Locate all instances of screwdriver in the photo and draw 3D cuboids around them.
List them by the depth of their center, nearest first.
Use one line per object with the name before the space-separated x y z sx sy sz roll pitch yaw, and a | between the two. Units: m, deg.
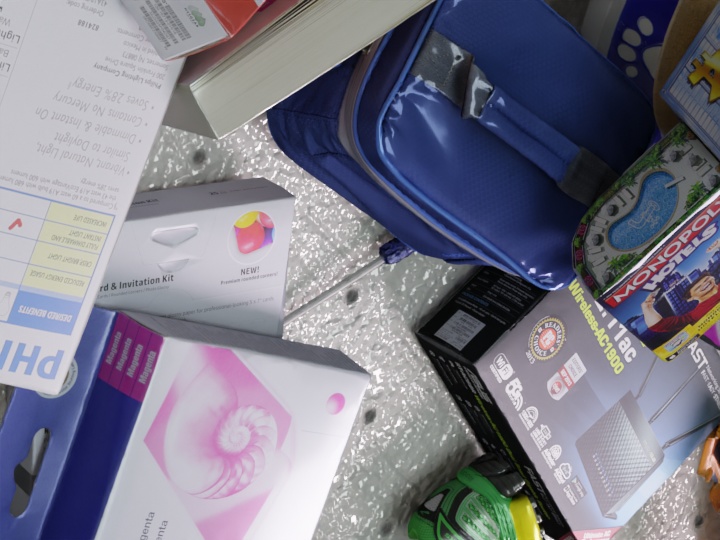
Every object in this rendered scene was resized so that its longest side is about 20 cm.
screwdriver | 0.000 0.000 1.480 0.200 0.028 0.029 -30 155 -23

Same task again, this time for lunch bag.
lunch bag | 0.057 -0.087 1.394 0.200 0.132 0.136 34 78 -37

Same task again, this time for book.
book | -0.033 -0.140 1.316 0.200 0.133 0.048 -38 115 -21

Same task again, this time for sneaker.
sneaker | 0.078 0.211 1.612 0.085 0.078 0.201 -28 118 -15

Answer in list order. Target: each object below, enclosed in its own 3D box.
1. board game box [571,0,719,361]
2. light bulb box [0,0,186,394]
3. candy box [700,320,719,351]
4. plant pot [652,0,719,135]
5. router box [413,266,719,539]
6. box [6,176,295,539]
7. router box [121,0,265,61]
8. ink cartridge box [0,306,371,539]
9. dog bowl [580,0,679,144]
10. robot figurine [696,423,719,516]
board game box | 0.196 -0.058 1.373 0.200 0.062 0.200 -42 154 5
light bulb box | -0.213 -0.068 1.211 0.198 0.125 0.201 15 100 -42
candy box | 0.280 -0.049 1.579 0.200 0.061 0.137 -46 163 -42
plant pot | 0.235 -0.150 1.418 0.200 0.027 0.200 -38 149 -28
router box | 0.139 0.060 1.589 0.150 0.062 0.200 -45 131 -16
box | -0.116 0.057 1.398 0.155 0.041 0.201 -9 116 -32
router box | -0.087 -0.231 1.204 0.200 0.049 0.180 55 46 -20
ink cartridge box | -0.109 0.125 1.381 0.199 0.043 0.197 11 103 -39
dog bowl | 0.219 -0.157 1.501 0.200 0.079 0.200 -39 150 -27
robot figurine | 0.256 0.160 1.702 0.145 0.058 0.201 -58 150 -57
